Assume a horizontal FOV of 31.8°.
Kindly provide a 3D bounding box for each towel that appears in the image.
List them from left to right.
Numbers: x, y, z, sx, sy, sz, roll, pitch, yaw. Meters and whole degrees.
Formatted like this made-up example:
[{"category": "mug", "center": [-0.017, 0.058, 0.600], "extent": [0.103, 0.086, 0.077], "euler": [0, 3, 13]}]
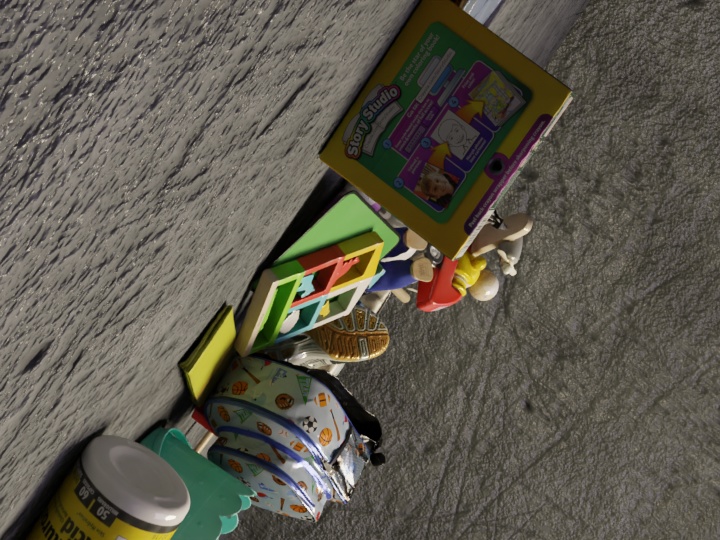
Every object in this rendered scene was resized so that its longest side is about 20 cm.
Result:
[{"category": "towel", "center": [-0.166, 0.095, 1.394], "extent": [0.087, 0.018, 0.200], "euler": [-58, 175, -16]}]

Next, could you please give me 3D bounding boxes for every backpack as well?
[{"category": "backpack", "center": [-0.097, 0.191, 1.486], "extent": [0.155, 0.197, 0.192], "euler": [-60, 143, -38]}]

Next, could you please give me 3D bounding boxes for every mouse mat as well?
[{"category": "mouse mat", "center": [-0.036, -0.011, 1.452], "extent": [0.161, 0.008, 0.200], "euler": [-43, 156, 3]}]

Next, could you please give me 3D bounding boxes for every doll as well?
[{"category": "doll", "center": [0.000, 0.000, 1.618], "extent": [0.198, 0.139, 0.048], "euler": [-10, -178, 40]}]

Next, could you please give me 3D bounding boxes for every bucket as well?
[{"category": "bucket", "center": [-0.224, 0.285, 1.410], "extent": [0.208, 0.134, 0.207], "euler": [-53, 176, -6]}]

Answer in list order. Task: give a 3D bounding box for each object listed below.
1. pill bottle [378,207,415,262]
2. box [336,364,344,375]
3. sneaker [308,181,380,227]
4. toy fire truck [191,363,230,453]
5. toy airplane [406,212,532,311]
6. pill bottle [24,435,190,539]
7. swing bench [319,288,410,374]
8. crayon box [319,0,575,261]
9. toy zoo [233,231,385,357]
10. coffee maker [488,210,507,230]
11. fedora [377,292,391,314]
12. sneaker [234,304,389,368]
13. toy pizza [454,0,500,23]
[{"category": "pill bottle", "center": [0.058, -0.098, 1.634], "extent": [0.114, 0.113, 0.201], "euler": [-51, 174, -31]}, {"category": "box", "center": [-0.098, 0.169, 2.020], "extent": [0.201, 0.096, 0.177], "euler": [-51, 173, -28]}, {"category": "sneaker", "center": [-0.019, -0.039, 1.560], "extent": [0.115, 0.072, 0.201], "euler": [-55, 176, -29]}, {"category": "toy fire truck", "center": [-0.179, 0.183, 1.640], "extent": [0.201, 0.048, 0.141], "euler": [-52, 175, -31]}, {"category": "toy airplane", "center": [0.150, -0.023, 1.810], "extent": [0.199, 0.141, 0.200], "euler": [-41, -166, 3]}, {"category": "pill bottle", "center": [-0.250, 0.261, 1.151], "extent": [0.201, 0.111, 0.111], "euler": [-56, 174, 11]}, {"category": "swing bench", "center": [-0.040, 0.069, 1.767], "extent": [0.200, 0.129, 0.200], "euler": [-53, 169, -2]}, {"category": "crayon box", "center": [0.084, -0.143, 1.246], "extent": [0.201, 0.172, 0.058], "euler": [-54, 171, 11]}, {"category": "toy zoo", "center": [-0.048, 0.022, 1.458], "extent": [0.198, 0.021, 0.132], "euler": [-22, 150, -38]}, {"category": "coffee maker", "center": [0.180, -0.188, 1.722], "extent": [0.201, 0.191, 0.135], "euler": [-56, 166, 9]}, {"category": "fedora", "center": [0.025, -0.015, 1.981], "extent": [0.201, 0.090, 0.177], "euler": [-59, 179, -28]}, {"category": "sneaker", "center": [-0.064, 0.090, 1.588], "extent": [0.088, 0.197, 0.077], "euler": [129, -45, -65]}, {"category": "toy pizza", "center": [0.143, -0.326, 1.395], "extent": [0.201, 0.032, 0.200], "euler": [-53, 176, -6]}]
